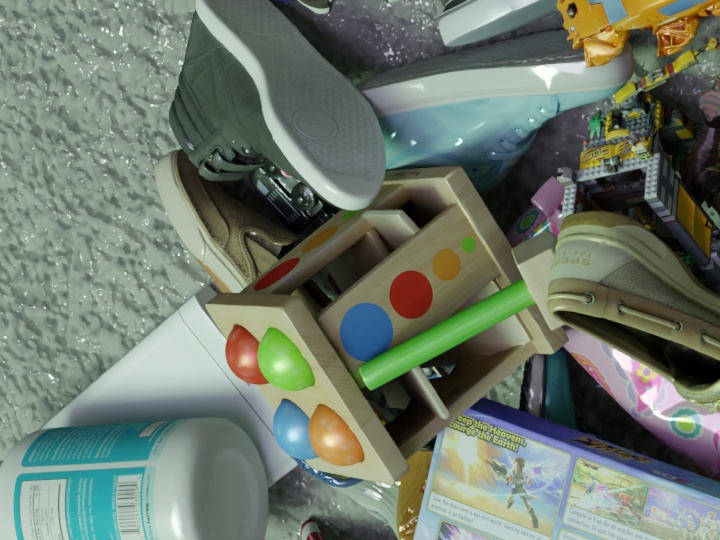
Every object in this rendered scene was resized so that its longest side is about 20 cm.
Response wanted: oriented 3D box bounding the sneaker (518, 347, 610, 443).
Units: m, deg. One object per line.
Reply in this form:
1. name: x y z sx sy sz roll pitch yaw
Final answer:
1. sneaker: 0.145 0.133 1.522 0.079 0.078 0.201 -14 108 10

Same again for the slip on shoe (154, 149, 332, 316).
1. slip on shoe: -0.060 -0.004 1.543 0.060 0.076 0.201 -39 63 14

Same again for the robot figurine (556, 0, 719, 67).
1. robot figurine: 0.210 -0.169 1.309 0.199 0.144 0.059 -22 85 43

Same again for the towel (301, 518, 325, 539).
1. towel: -0.014 0.269 1.592 0.023 0.200 0.145 -7 112 -10

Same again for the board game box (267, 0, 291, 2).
1. board game box: -0.078 -0.256 1.480 0.157 0.039 0.202 11 115 24

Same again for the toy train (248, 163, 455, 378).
1. toy train: 0.000 0.000 1.552 0.200 0.034 0.046 48 127 3

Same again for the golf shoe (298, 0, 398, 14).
1. golf shoe: 0.033 -0.214 1.431 0.199 0.078 0.095 -17 133 22

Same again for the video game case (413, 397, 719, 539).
1. video game case: 0.122 0.190 1.439 0.199 0.045 0.183 19 103 30

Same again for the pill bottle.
1. pill bottle: -0.169 0.158 1.631 0.199 0.111 0.112 -5 108 30

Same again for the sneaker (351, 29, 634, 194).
1. sneaker: 0.085 -0.091 1.449 0.199 0.074 0.083 -6 110 43

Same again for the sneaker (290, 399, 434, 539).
1. sneaker: 0.042 0.142 1.560 0.200 0.088 0.075 40 92 16

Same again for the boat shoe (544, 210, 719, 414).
1. boat shoe: 0.176 0.043 1.332 0.073 0.064 0.200 -9 142 47

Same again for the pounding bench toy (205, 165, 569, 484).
1. pounding bench toy: 0.022 0.036 1.396 0.125 0.156 0.200 57 160 -14

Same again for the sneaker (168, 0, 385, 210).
1. sneaker: -0.052 -0.080 1.484 0.200 0.070 0.100 53 136 36

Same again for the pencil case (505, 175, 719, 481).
1. pencil case: 0.167 0.031 1.445 0.200 0.087 0.087 46 124 3

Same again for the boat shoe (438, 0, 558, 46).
1. boat shoe: 0.119 -0.195 1.390 0.199 0.070 0.067 -28 81 36

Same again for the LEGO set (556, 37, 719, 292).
1. LEGO set: 0.196 -0.072 1.336 0.199 0.155 0.116 -4 147 35

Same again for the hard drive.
1. hard drive: -0.129 0.117 1.675 0.200 0.027 0.132 -39 90 34
